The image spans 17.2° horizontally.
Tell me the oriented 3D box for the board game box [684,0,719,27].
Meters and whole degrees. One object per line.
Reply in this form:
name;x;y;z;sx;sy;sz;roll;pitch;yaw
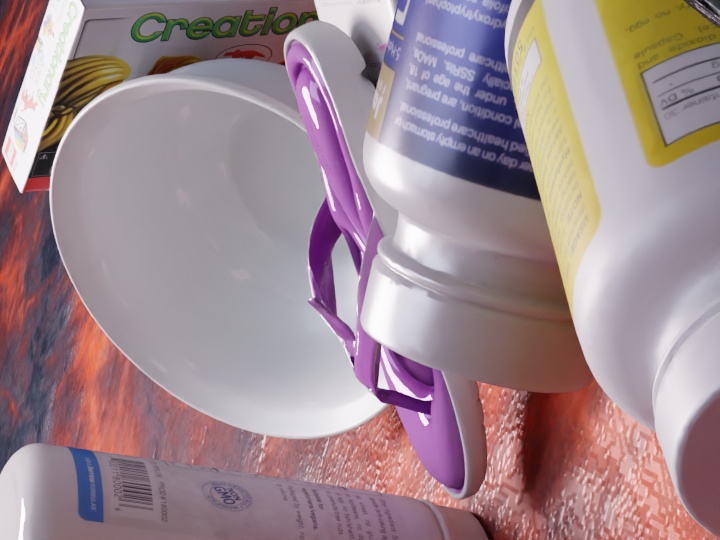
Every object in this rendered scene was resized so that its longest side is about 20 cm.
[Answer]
board game box;0.155;-0.089;0.570;0.135;0.028;0.200;-49;23;9

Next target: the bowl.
bowl;-0.041;-0.025;1.138;0.090;0.201;0.201;-49;-10;-45

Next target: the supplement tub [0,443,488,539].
supplement tub;-0.057;0.149;0.993;0.132;0.200;0.132;-169;90;-73

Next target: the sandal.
sandal;-0.002;0.000;0.973;0.082;0.050;0.203;172;79;-76

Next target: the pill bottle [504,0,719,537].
pill bottle;0.110;-0.018;0.698;0.200;0.111;0.111;-99;25;-49

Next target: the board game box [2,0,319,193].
board game box;-0.067;-0.099;1.180;0.035;0.200;0.126;62;144;32

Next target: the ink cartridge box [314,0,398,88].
ink cartridge box;0.036;-0.076;0.978;0.117;0.067;0.200;-161;56;-73

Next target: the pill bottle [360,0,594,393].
pill bottle;0.066;-0.065;0.856;0.120;0.119;0.200;-131;54;-69
